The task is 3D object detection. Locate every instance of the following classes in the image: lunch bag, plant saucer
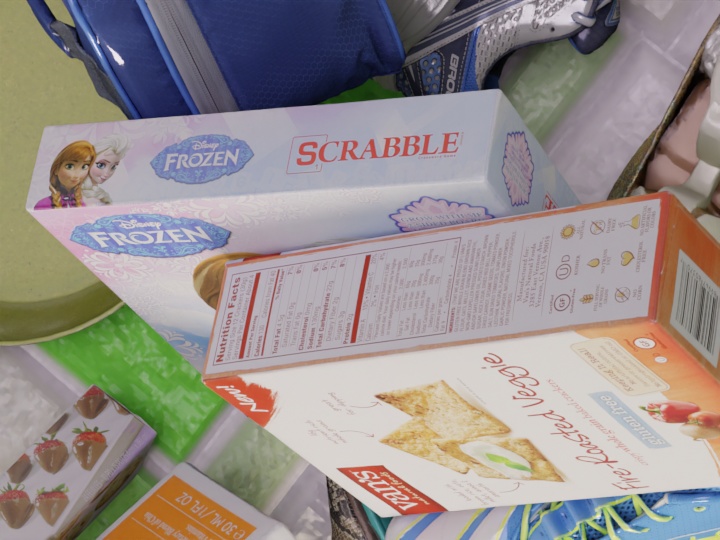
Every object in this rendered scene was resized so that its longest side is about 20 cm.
[{"bbox_3d":[-0.082,-0.145,1.117,0.132,0.136,0.200,-26,44,-2],"label":"lunch bag"},{"bbox_3d":[-0.158,-0.065,1.236,0.200,0.031,0.200,0,88,14],"label":"plant saucer"}]

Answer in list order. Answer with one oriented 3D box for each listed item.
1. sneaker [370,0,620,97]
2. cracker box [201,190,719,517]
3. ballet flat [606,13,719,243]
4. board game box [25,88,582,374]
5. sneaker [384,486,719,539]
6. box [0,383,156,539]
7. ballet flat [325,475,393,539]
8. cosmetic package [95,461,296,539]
[{"bbox_3d":[0.088,-0.139,1.154,0.085,0.077,0.200,45,110,7],"label":"sneaker"},{"bbox_3d":[0.058,0.038,1.031,0.200,0.134,0.058,-8,58,34],"label":"cracker box"},{"bbox_3d":[0.146,-0.043,1.133,0.071,0.071,0.200,29,97,14],"label":"ballet flat"},{"bbox_3d":[0.000,0.000,1.089,0.200,0.200,0.041,-4,61,27],"label":"board game box"},{"bbox_3d":[0.106,0.084,1.100,0.200,0.105,0.076,-13,64,-5],"label":"sneaker"},{"bbox_3d":[-0.164,0.128,1.161,0.039,0.200,0.041,37,141,9],"label":"box"},{"bbox_3d":[0.039,0.158,1.165,0.200,0.068,0.075,47,121,10],"label":"ballet flat"},{"bbox_3d":[-0.109,0.181,1.136,0.200,0.101,0.071,-43,118,-15],"label":"cosmetic package"}]
